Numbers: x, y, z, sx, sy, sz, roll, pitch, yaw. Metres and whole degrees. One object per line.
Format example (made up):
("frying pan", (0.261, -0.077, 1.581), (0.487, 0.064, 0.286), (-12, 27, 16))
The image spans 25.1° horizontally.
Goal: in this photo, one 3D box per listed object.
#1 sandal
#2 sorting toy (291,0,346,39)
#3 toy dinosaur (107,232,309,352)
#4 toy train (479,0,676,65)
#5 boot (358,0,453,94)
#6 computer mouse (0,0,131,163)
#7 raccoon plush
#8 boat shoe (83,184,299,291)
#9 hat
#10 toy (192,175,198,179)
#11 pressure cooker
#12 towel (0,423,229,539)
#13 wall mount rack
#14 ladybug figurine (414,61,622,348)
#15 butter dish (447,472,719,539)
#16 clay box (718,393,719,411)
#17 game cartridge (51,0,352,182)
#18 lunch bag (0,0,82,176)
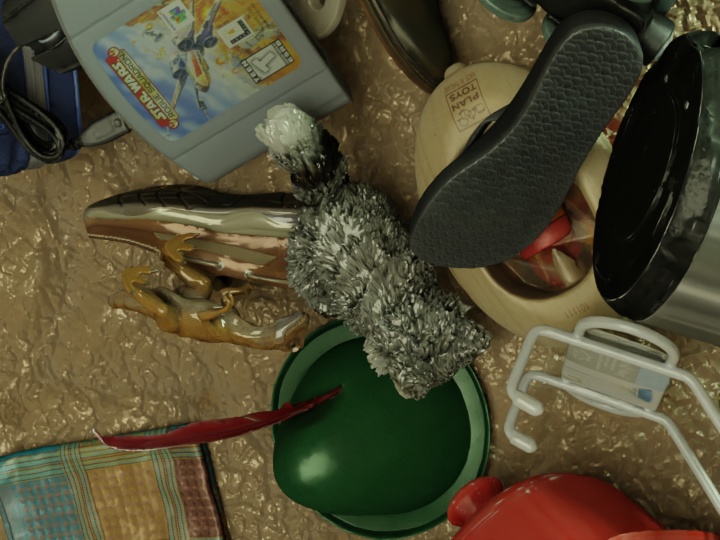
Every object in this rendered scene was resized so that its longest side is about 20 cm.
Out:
("sandal", (0.103, -0.076, 0.990), (0.076, 0.043, 0.200), (27, 121, -22))
("sorting toy", (-0.061, -0.240, 1.027), (0.181, 0.106, 0.200), (56, 159, 2))
("toy dinosaur", (-0.133, 0.026, 1.129), (0.198, 0.061, 0.107), (13, 145, 30))
("toy train", (0.113, -0.205, 0.987), (0.199, 0.114, 0.085), (35, 132, -1))
("boot", (0.041, -0.223, 1.053), (0.096, 0.075, 0.202), (-22, 90, 28))
("computer mouse", (-0.172, -0.146, 1.060), (0.199, 0.046, 0.141), (-31, 127, 12))
("raccoon plush", (0.000, 0.000, 1.049), (0.097, 0.200, 0.134), (-44, 43, 3))
("boat shoe", (-0.111, -0.019, 1.160), (0.198, 0.076, 0.073), (6, 107, 24))
("hat", (-0.030, 0.130, 1.096), (0.198, 0.176, 0.167), (-23, 90, 25))
("toy", (-0.118, -0.180, 1.142), (0.115, 0.047, 0.201), (-34, 80, 23))
("pressure cooker", (0.252, -0.030, 0.934), (0.198, 0.179, 0.178), (15, 100, -8))
("towel", (-0.196, 0.203, 1.268), (0.198, 0.022, 0.148), (-12, 97, 24))
("wall mount rack", (0.176, 0.099, 0.997), (0.172, 0.200, 0.075), (20, 75, 10))
("ladybug figurine", (0.112, -0.048, 1.059), (0.135, 0.072, 0.202), (-26, 91, 24))
("butter dish", (0.112, 0.200, 1.066), (0.200, 0.199, 0.148), (-49, 58, 19))
("clay box", (0.296, 0.143, 1.035), (0.114, 0.048, 0.203), (-6, 99, 24))
("game cartridge", (-0.106, -0.145, 1.028), (0.132, 0.042, 0.200), (-32, 132, 8))
("lunch bag", (-0.273, -0.170, 1.151), (0.135, 0.131, 0.203), (20, 119, 53))
